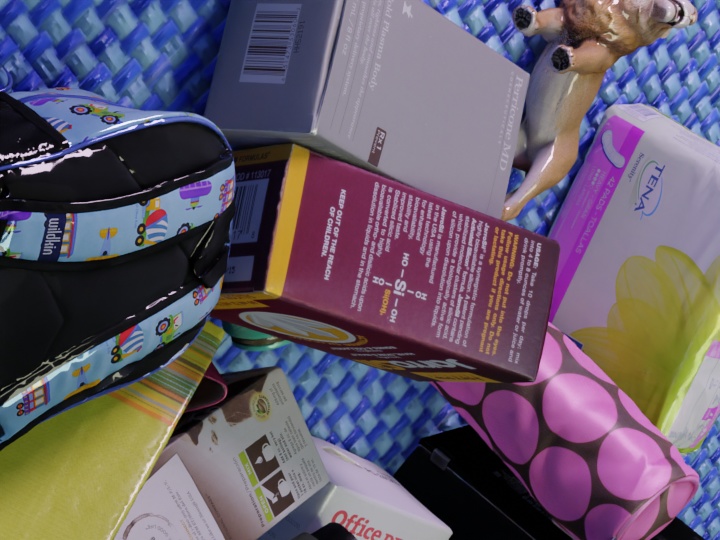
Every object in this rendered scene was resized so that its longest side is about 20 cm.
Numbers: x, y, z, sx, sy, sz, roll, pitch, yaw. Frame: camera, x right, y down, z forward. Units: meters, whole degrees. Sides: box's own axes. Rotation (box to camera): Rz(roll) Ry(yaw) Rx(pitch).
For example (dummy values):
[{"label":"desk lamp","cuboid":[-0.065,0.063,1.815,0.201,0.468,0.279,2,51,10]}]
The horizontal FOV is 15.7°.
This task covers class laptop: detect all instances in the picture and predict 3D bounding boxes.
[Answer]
[{"label":"laptop","cuboid":[0.103,0.204,1.755,0.200,0.187,0.116,-13,133,-47]}]

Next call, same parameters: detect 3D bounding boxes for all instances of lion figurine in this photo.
[{"label":"lion figurine","cuboid":[0.128,-0.111,1.653,0.122,0.072,0.200,-13,142,-55]}]

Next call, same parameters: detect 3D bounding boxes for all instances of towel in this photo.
[{"label":"towel","cuboid":[-0.148,0.087,1.377,0.200,0.086,0.018,-63,179,-38]}]

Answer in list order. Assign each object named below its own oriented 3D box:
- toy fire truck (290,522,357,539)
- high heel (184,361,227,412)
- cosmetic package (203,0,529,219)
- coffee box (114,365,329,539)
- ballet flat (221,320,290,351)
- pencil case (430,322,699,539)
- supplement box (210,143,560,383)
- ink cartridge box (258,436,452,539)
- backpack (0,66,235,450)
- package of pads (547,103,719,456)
[{"label":"toy fire truck","cuboid":[-0.003,0.278,1.542,0.129,0.200,0.176,-29,134,-28]},{"label":"high heel","cuboid":[-0.169,0.062,1.411,0.200,0.096,0.067,-19,123,-41]},{"label":"cosmetic package","cuboid":[0.007,-0.096,1.480,0.200,0.090,0.107,22,76,-51]},{"label":"coffee box","cuboid":[-0.129,0.136,1.457,0.200,0.113,0.080,-36,108,-43]},{"label":"ballet flat","cuboid":[-0.003,-0.008,1.579,0.200,0.067,0.070,-18,113,-42]},{"label":"pencil case","cuboid":[0.120,0.098,1.688,0.091,0.200,0.094,-19,151,-46]},{"label":"supplement box","cuboid":[0.000,0.000,1.474,0.200,0.110,0.086,19,77,-36]},{"label":"ink cartridge box","cuboid":[-0.053,0.211,1.671,0.145,0.083,0.200,27,97,-52]},{"label":"backpack","cuboid":[-0.166,-0.015,1.327,0.200,0.135,0.183,-22,132,-36]},{"label":"package of pads","cuboid":[0.195,0.008,1.733,0.068,0.154,0.200,5,113,-52]}]
